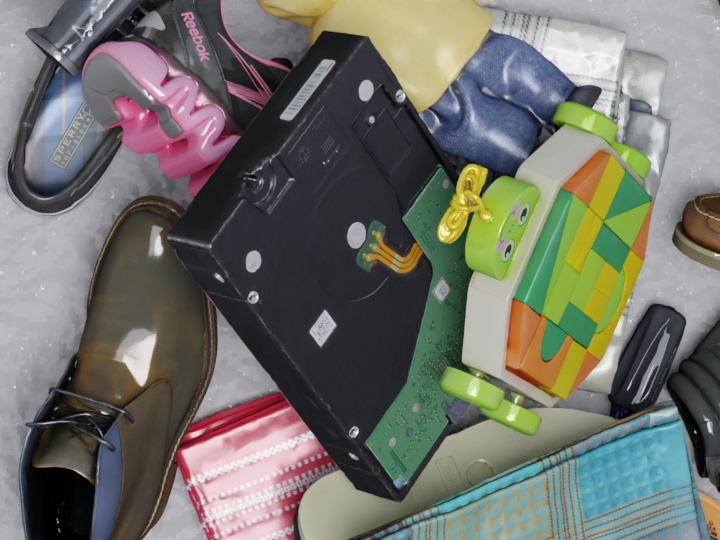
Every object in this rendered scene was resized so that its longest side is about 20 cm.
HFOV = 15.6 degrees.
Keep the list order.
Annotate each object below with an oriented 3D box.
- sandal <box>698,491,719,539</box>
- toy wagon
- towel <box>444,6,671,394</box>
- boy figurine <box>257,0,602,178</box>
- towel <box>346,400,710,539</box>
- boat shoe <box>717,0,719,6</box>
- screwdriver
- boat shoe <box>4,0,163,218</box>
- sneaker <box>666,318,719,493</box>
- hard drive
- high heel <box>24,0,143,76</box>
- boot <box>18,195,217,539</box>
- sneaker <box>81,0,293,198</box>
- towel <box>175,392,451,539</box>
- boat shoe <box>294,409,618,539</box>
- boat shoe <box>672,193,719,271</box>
[{"bbox_3d":[0.248,0.186,1.408,0.207,0.079,0.059,43,127,-4],"label":"sandal"},{"bbox_3d":[0.089,-0.003,1.298,0.039,0.200,0.156,22,85,23],"label":"toy wagon"},{"bbox_3d":[0.061,-0.045,1.402,0.199,0.035,0.193,11,85,-6],"label":"towel"},{"bbox_3d":[0.021,-0.113,1.357,0.200,0.064,0.125,32,76,-1],"label":"boy figurine"},{"bbox_3d":[0.096,0.167,1.327,0.199,0.022,0.147,-20,104,-25],"label":"towel"},{"bbox_3d":[0.218,-0.156,1.404,0.063,0.074,0.202,3,92,6],"label":"boat shoe"},{"bbox_3d":[0.126,0.110,1.429,0.028,0.029,0.201,25,93,-5],"label":"screwdriver"},{"bbox_3d":[-0.129,-0.120,1.375,0.070,0.066,0.200,31,90,-6],"label":"boat shoe"},{"bbox_3d":[0.242,0.107,1.418,0.099,0.071,0.200,-37,89,-1],"label":"sneaker"},{"bbox_3d":[0.000,0.000,1.295,0.140,0.038,0.200,-55,131,-22],"label":"hard drive"},{"bbox_3d":[-0.161,-0.207,1.354,0.200,0.071,0.143,42,87,23],"label":"high heel"},{"bbox_3d":[-0.123,0.067,1.337,0.074,0.097,0.201,13,111,11],"label":"boot"},{"bbox_3d":[-0.047,-0.063,1.342,0.200,0.079,0.096,49,55,-21],"label":"sneaker"},{"bbox_3d":[-0.001,0.154,1.420,0.144,0.022,0.201,-22,96,-6],"label":"towel"},{"bbox_3d":[0.063,0.124,1.383,0.201,0.063,0.074,-12,66,-10],"label":"boat shoe"},{"bbox_3d":[0.265,-0.030,1.405,0.199,0.072,0.068,4,116,-16],"label":"boat shoe"}]
